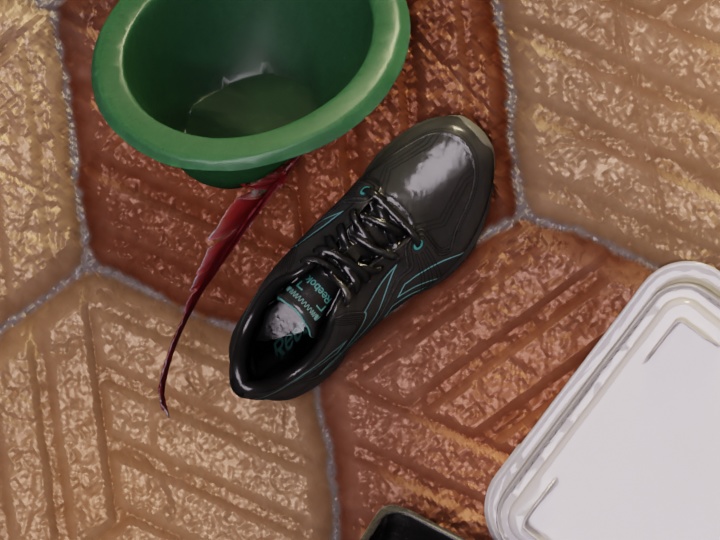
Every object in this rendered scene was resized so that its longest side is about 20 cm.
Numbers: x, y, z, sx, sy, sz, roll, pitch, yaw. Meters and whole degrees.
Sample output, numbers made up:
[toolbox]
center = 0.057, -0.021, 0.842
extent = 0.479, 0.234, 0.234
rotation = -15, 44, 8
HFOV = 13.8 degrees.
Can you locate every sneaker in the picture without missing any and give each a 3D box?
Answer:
[sneaker]
center = 0.000, 0.000, 1.617
extent = 0.075, 0.079, 0.200
rotation = 41, 103, 5

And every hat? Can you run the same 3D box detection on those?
[hat]
center = -0.058, -0.065, 1.648
extent = 0.199, 0.176, 0.166
rotation = -21, 52, -6

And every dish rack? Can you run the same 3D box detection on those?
[dish rack]
center = 0.177, 0.115, 1.608
extent = 0.171, 0.044, 0.200
rotation = 38, 103, 6

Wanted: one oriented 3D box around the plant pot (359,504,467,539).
[plant pot]
center = 0.042, 0.283, 1.585
extent = 0.199, 0.200, 0.178
rotation = 26, 128, 9
